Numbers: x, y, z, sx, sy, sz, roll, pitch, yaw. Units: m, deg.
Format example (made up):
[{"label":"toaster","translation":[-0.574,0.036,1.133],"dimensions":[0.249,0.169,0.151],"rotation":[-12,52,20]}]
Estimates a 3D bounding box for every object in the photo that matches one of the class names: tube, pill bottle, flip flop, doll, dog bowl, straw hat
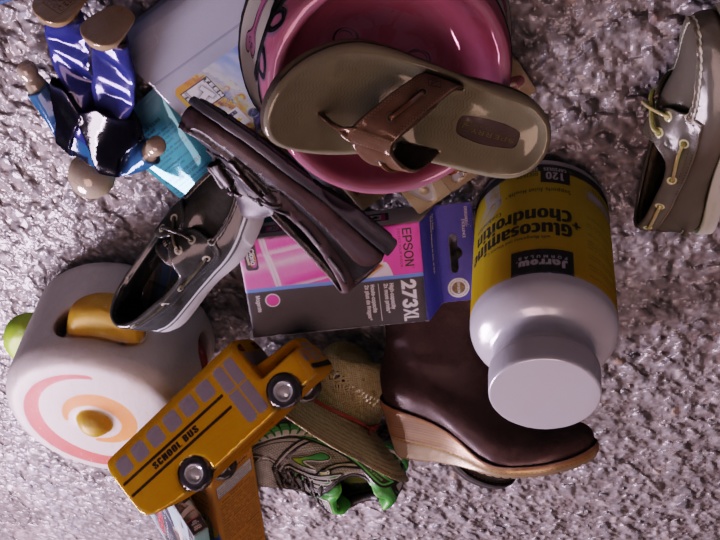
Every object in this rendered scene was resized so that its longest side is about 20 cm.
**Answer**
[{"label":"tube","translation":[-0.121,-0.067,0.854],"dimensions":[0.077,0.051,0.200],"rotation":[-33,116,30]},{"label":"pill bottle","translation":[0.141,0.017,0.779],"dimensions":[0.111,0.201,0.113],"rotation":[4,136,4]},{"label":"flip flop","translation":[0.035,-0.093,0.652],"dimensions":[0.198,0.058,0.082],"rotation":[11,123,-16]},{"label":"doll","translation":[-0.213,-0.129,0.783],"dimensions":[0.136,0.049,0.201],"rotation":[27,146,8]},{"label":"dog bowl","translation":[0.016,-0.142,0.695],"dimensions":[0.198,0.074,0.202],"rotation":[-4,126,-6]},{"label":"straw hat","translation":[-0.013,0.118,0.982],"dimensions":[0.200,0.201,0.086],"rotation":[32,88,-21]}]

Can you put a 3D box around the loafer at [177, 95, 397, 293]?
[{"label":"loafer","translation":[-0.058,-0.049,0.744],"dimensions":[0.199,0.072,0.063],"rotation":[34,94,-31]}]

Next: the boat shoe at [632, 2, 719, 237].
[{"label":"boat shoe","translation":[0.237,-0.102,0.737],"dimensions":[0.060,0.073,0.203],"rotation":[-4,138,7]}]

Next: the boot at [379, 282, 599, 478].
[{"label":"boot","translation":[0.110,0.092,0.893],"dimensions":[0.198,0.072,0.168],"rotation":[1,103,18]}]

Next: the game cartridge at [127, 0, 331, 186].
[{"label":"game cartridge","translation":[-0.074,-0.140,0.778],"dimensions":[0.132,0.042,0.200],"rotation":[-23,127,34]}]

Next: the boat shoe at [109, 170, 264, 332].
[{"label":"boat shoe","translation":[-0.141,-0.017,0.814],"dimensions":[0.056,0.069,0.200],"rotation":[-7,143,-48]}]

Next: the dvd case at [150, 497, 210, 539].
[{"label":"dvd case","translation":[-0.215,0.248,1.098],"dimensions":[0.022,0.200,0.147],"rotation":[-26,142,-25]}]

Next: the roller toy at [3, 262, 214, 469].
[{"label":"roller toy","translation":[-0.237,0.098,0.967],"dimensions":[0.199,0.141,0.182],"rotation":[-28,125,31]}]

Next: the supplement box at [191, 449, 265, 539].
[{"label":"supplement box","translation":[-0.154,0.237,1.085],"dimensions":[0.066,0.069,0.201],"rotation":[25,139,30]}]

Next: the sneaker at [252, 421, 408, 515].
[{"label":"sneaker","translation":[-0.047,0.217,1.090],"dimensions":[0.198,0.086,0.078],"rotation":[-5,134,19]}]

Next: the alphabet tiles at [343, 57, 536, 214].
[{"label":"alphabet tiles","translation":[0.030,-0.135,0.752],"dimensions":[0.166,0.006,0.200],"rotation":[-34,123,14]}]

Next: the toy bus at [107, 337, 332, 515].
[{"label":"toy bus","translation":[-0.120,0.128,0.871],"dimensions":[0.200,0.065,0.078],"rotation":[-43,79,10]}]

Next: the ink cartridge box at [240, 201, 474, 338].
[{"label":"ink cartridge box","translation":[0.000,0.000,0.847],"dimensions":[0.198,0.037,0.096],"rotation":[-7,117,1]}]

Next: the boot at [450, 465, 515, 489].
[{"label":"boot","translation":[0.146,0.124,0.975],"dimensions":[0.173,0.070,0.200],"rotation":[-28,118,32]}]

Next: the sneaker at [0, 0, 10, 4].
[{"label":"sneaker","translation":[-0.219,-0.230,0.680],"dimensions":[0.199,0.083,0.074],"rotation":[-21,129,29]}]
